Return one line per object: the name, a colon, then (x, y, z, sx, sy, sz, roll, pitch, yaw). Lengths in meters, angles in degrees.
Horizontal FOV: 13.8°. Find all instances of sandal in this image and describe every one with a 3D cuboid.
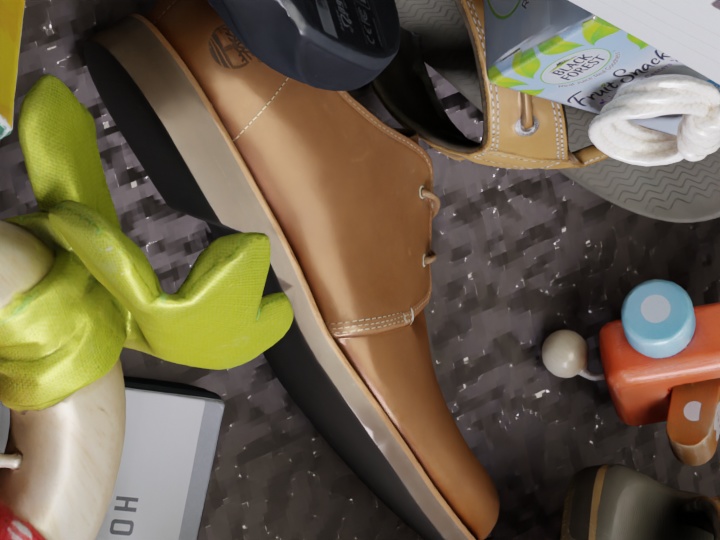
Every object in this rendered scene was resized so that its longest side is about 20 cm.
sandal: (0.110, 0.106, 0.908, 0.200, 0.054, 0.082, 27, 59, -58)
sandal: (0.031, -0.066, 0.855, 0.200, 0.082, 0.055, 38, 61, -29)

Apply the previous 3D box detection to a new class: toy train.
toy train: (0.126, 0.009, 0.867, 0.149, 0.200, 0.056, -7, 65, 3)

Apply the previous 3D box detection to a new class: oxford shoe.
oxford shoe: (0.000, 0.000, 0.859, 0.071, 0.071, 0.201, -35, 116, -16)

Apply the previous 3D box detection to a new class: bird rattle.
bird rattle: (-0.108, 0.051, 0.760, 0.162, 0.113, 0.201, 6, 113, -35)

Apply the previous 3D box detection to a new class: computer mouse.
computer mouse: (-0.051, -0.089, 0.743, 0.200, 0.034, 0.059, 29, 40, -53)

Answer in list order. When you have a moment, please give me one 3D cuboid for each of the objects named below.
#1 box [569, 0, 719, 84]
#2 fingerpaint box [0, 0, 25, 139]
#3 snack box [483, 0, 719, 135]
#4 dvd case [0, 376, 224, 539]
box: (0.068, -0.178, 0.713, 0.198, 0.131, 0.201, 27, 81, -4)
fingerpaint box: (-0.168, -0.124, 0.674, 0.073, 0.167, 0.200, -32, 129, 29)
snack box: (0.100, -0.138, 0.855, 0.142, 0.053, 0.201, 12, 65, -33)
dvd case: (-0.140, 0.095, 0.822, 0.199, 0.025, 0.151, 9, 95, -33)
